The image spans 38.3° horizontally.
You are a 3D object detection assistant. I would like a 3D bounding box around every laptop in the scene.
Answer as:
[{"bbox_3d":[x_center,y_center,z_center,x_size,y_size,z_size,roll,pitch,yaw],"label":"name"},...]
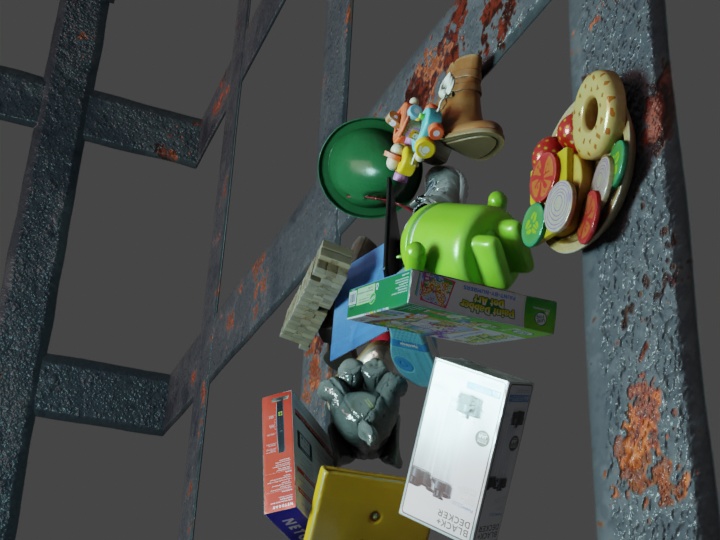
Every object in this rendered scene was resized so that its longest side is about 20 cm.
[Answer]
[{"bbox_3d":[0.000,0.000,1.555,0.202,0.114,0.189,79,-170,-46],"label":"laptop"}]

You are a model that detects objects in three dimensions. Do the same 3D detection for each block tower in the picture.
[{"bbox_3d":[-0.073,0.042,1.655,0.054,0.057,0.201,-79,12,-46],"label":"block tower"}]

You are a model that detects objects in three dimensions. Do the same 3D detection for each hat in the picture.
[{"bbox_3d":[0.031,-0.146,1.617,0.176,0.197,0.168,-98,9,-76],"label":"hat"}]

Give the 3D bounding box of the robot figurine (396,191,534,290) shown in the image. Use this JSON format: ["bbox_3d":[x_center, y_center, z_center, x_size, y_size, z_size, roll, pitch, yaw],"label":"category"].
[{"bbox_3d":[0.131,-0.028,1.341,0.199,0.175,0.117,10,128,55],"label":"robot figurine"}]

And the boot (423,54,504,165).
[{"bbox_3d":[0.156,-0.242,1.509,0.199,0.073,0.157,1,69,60],"label":"boot"}]

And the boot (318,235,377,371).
[{"bbox_3d":[-0.009,0.060,1.795,0.187,0.063,0.202,80,-155,-57],"label":"boot"}]

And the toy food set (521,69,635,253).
[{"bbox_3d":[0.251,-0.115,1.195,0.200,0.048,0.201,144,135,-62],"label":"toy food set"}]

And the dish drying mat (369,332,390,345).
[{"bbox_3d":[0.060,0.072,1.662,0.200,0.018,0.078,130,150,-56],"label":"dish drying mat"}]

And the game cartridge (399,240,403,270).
[{"bbox_3d":[0.047,0.027,1.661,0.200,0.040,0.135,149,135,-68],"label":"game cartridge"}]

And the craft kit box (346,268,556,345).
[{"bbox_3d":[0.107,0.049,1.279,0.200,0.195,0.049,159,118,-68],"label":"craft kit box"}]

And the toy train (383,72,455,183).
[{"bbox_3d":[0.072,-0.217,1.533,0.200,0.055,0.152,145,139,-69],"label":"toy train"}]

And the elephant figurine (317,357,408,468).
[{"bbox_3d":[0.013,0.241,1.558,0.140,0.155,0.202,26,138,30],"label":"elephant figurine"}]

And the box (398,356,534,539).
[{"bbox_3d":[0.128,0.217,1.254,0.116,0.060,0.203,17,95,39],"label":"box"}]

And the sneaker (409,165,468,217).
[{"bbox_3d":[0.111,-0.099,1.515,0.201,0.081,0.075,-97,27,-55],"label":"sneaker"}]

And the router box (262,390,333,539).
[{"bbox_3d":[-0.079,0.300,1.486,0.201,0.048,0.181,60,-161,-48],"label":"router box"}]

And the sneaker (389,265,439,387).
[{"bbox_3d":[0.096,0.063,1.477,0.131,0.079,0.202,-52,-36,-36],"label":"sneaker"}]

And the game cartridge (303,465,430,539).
[{"bbox_3d":[0.004,0.374,1.404,0.032,0.174,0.203,-149,73,-69],"label":"game cartridge"}]

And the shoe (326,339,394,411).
[{"bbox_3d":[-0.004,0.189,1.691,0.054,0.069,0.201,-85,21,-44],"label":"shoe"}]
